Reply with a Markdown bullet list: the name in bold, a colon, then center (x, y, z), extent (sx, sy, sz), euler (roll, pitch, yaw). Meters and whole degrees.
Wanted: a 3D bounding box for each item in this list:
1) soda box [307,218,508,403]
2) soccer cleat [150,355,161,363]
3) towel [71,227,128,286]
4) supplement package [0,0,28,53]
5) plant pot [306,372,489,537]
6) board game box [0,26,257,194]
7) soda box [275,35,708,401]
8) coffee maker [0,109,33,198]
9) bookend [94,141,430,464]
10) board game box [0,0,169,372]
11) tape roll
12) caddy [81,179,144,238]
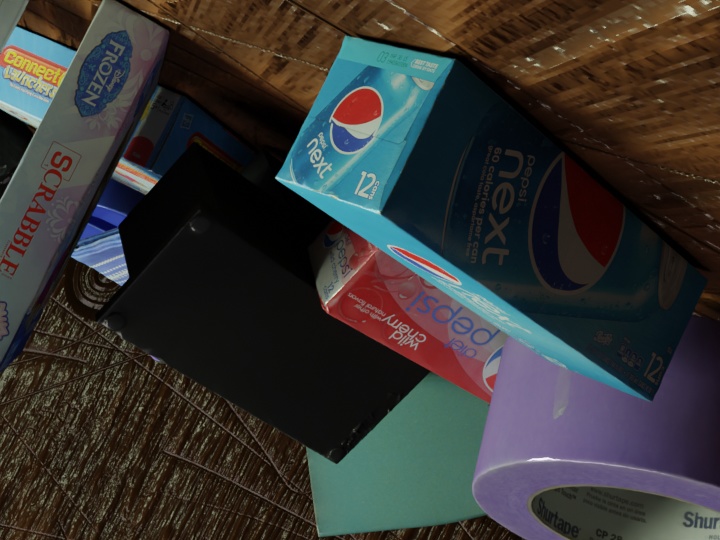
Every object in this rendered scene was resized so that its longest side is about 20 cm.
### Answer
- **soda box**: center (0.067, 0.025, 0.785), extent (0.199, 0.070, 0.064), euler (29, -152, -30)
- **soccer cleat**: center (-0.156, 0.007, 1.201), extent (0.073, 0.200, 0.069), euler (18, -143, -37)
- **towel**: center (-0.138, 0.018, 1.117), extent (0.144, 0.024, 0.200), euler (-13, 141, 39)
- **supplement package**: center (-0.314, -0.164, 0.739), extent (0.199, 0.118, 0.116), euler (32, 172, -38)
- **plant pot**: center (0.065, 0.108, 1.016), extent (0.197, 0.143, 0.142), euler (-2, -157, 9)
- **board game box**: center (-0.163, -0.096, 0.981), extent (0.198, 0.056, 0.196), euler (25, 174, 29)
- **soda box**: center (0.062, -0.015, 0.540), extent (0.199, 0.065, 0.067), euler (32, 173, -42)
- **coffee maker**: center (-0.340, -0.122, 1.007), extent (0.200, 0.135, 0.192), euler (46, 168, 4)
- **bookend**: center (-0.076, -0.008, 0.840), extent (0.199, 0.092, 0.200), euler (35, -163, -35)
- **board game box**: center (-0.175, -0.043, 0.754), extent (0.041, 0.202, 0.200), euler (27, 176, -10)
- **tape roll**: center (0.164, 0.103, 0.707), extent (0.197, 0.086, 0.201), euler (13, 156, 6)
- **caddy**: center (-0.222, -0.077, 1.249), extent (0.140, 0.106, 0.199), euler (-10, 152, 43)
